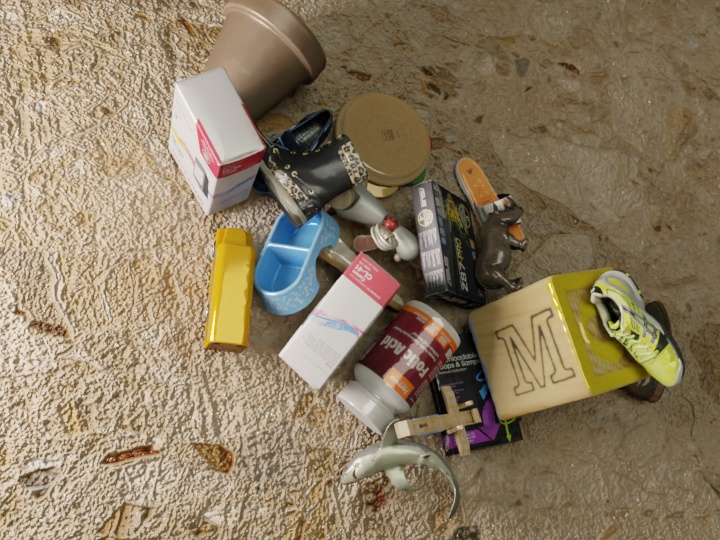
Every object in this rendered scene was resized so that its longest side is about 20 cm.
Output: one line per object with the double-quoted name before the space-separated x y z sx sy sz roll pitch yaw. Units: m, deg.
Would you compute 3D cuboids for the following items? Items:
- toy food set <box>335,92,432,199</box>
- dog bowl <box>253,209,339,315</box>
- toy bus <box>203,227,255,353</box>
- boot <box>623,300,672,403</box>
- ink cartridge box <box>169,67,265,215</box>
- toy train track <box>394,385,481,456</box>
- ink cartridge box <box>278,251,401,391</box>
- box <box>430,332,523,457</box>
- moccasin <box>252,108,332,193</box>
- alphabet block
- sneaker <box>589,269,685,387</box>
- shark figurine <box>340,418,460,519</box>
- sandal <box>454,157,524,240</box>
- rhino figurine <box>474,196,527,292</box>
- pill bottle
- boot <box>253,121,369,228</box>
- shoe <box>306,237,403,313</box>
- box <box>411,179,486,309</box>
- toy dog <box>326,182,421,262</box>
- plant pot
"toy food set" 0.045 -0.243 1.332 0.197 0.049 0.201 -27 82 -26
"dog bowl" -0.109 -0.027 1.167 0.110 0.050 0.202 9 64 26
"toy bus" -0.207 0.027 1.130 0.064 0.078 0.203 8 69 -17
"boot" 0.536 0.143 1.361 0.096 0.075 0.202 18 69 -16
"ink cartridge box" -0.231 -0.197 1.123 0.085 0.200 0.149 -27 82 -25
"toy train track" 0.134 0.239 1.123 0.199 0.032 0.116 2 65 -44
"ink cartridge box" -0.031 0.076 1.103 0.085 0.148 0.200 40 86 0
"box" 0.193 0.209 1.236 0.141 0.036 0.202 -6 72 -22
"moccasin" -0.124 -0.222 1.251 0.080 0.068 0.201 38 66 -4
"alphabet block" 0.334 0.123 1.202 0.194 0.199 0.199 -8 75 -38
"sneaker" 0.425 0.099 1.112 0.076 0.075 0.201 -25 75 -34
"shark figurine" 0.082 0.300 1.134 0.212 0.089 0.130 19 95 -12
"sandal" 0.251 -0.133 1.362 0.079 0.059 0.208 -28 83 -25
"rhino figurine" 0.257 -0.050 1.283 0.086 0.060 0.202 8 65 8
"pill bottle" 0.061 0.157 1.150 0.114 0.114 0.200 41 75 -2
"boot" -0.093 -0.187 1.173 0.153 0.074 0.205 -31 73 -6
"shoe" 0.000 0.000 1.216 0.199 0.070 0.054 37 83 -2
"box" 0.156 -0.042 1.258 0.161 0.049 0.203 18 61 -53
"toy dog" 0.006 -0.081 1.235 0.131 0.096 0.201 -5 54 -51
"plant pot" -0.185 -0.353 1.228 0.199 0.200 0.175 36 83 -5
